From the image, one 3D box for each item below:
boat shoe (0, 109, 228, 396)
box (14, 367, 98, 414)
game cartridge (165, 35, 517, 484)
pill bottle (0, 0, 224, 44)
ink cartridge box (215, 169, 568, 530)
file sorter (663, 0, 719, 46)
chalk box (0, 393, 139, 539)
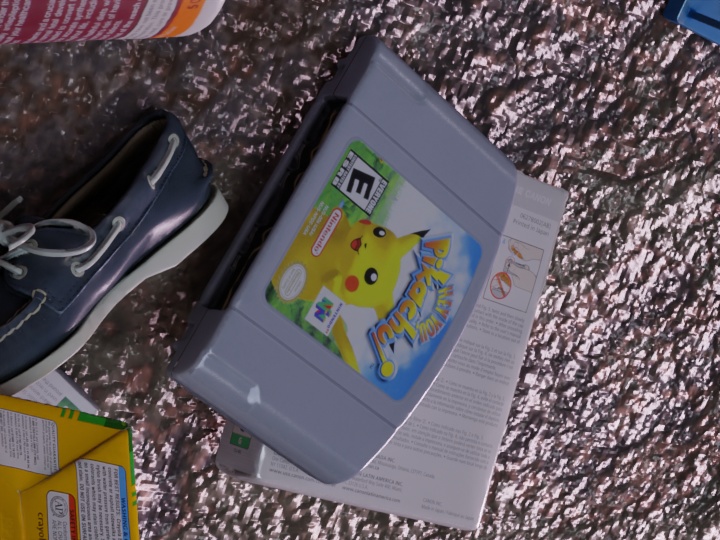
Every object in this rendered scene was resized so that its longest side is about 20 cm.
[{"bbox_3d":[-0.136,-0.004,0.811,0.200,0.075,0.062,-42,118,-36],"label":"boat shoe"},{"bbox_3d":[-0.239,0.089,0.840,0.200,0.036,0.144,-46,127,-8],"label":"box"},{"bbox_3d":[0.000,0.000,0.915,0.133,0.040,0.200,39,73,-37],"label":"game cartridge"},{"bbox_3d":[-0.158,-0.148,0.731,0.200,0.114,0.114,-7,115,-30],"label":"pill bottle"},{"bbox_3d":[0.020,0.030,0.982,0.161,0.050,0.200,18,83,-37],"label":"ink cartridge box"},{"bbox_3d":[0.301,-0.158,1.013,0.200,0.123,0.139,19,100,-36],"label":"file sorter"},{"bbox_3d":[-0.200,0.141,0.756,0.200,0.125,0.124,-26,150,36],"label":"chalk box"}]
